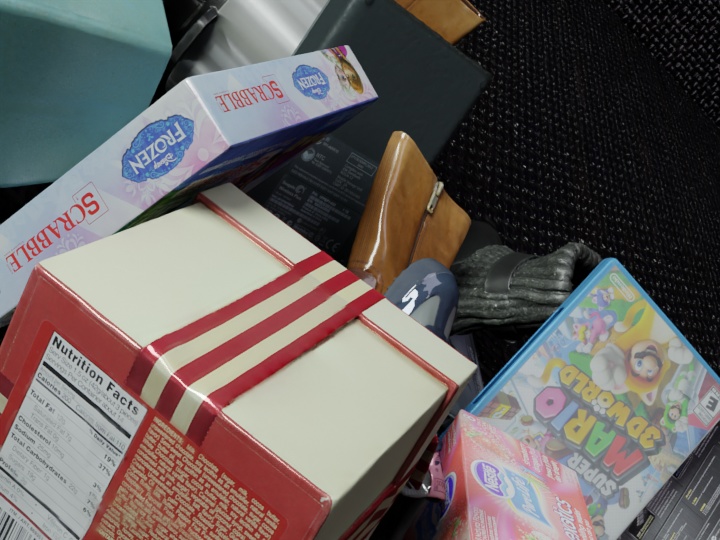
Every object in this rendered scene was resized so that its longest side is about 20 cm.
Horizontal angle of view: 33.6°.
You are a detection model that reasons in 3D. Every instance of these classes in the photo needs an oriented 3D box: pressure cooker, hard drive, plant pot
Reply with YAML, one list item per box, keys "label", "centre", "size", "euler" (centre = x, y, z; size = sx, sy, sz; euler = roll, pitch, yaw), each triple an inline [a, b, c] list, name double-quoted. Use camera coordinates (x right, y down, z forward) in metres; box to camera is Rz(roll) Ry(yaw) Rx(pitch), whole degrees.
- label: "pressure cooker"
  centre: [-0.068, -0.179, 0.923]
  size: [0.200, 0.179, 0.176]
  euler: [44, -14, -5]
- label: "hard drive"
  centre: [-0.011, -0.087, 0.832]
  size: [0.139, 0.201, 0.033]
  euler: [27, 14, -40]
- label: "plant pot"
  centre: [-0.208, -0.131, 0.619]
  size: [0.198, 0.142, 0.142]
  euler: [7, 46, -29]

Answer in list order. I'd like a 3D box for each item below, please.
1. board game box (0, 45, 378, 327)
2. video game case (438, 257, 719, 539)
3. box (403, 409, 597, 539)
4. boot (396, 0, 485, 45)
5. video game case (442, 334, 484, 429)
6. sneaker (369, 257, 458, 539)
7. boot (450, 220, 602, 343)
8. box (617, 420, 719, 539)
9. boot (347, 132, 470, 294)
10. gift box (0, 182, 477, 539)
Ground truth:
- label: "board game box"
  centre: [-0.108, -0.048, 0.671]
  size: [0.041, 0.198, 0.200]
  euler: [58, 27, -1]
- label: "video game case"
  centre: [0.158, 0.112, 0.846]
  size: [0.143, 0.200, 0.018]
  euler: [47, -12, -8]
- label: "box"
  centre: [0.078, 0.177, 0.714]
  size: [0.094, 0.103, 0.200]
  euler: [29, 14, -4]
- label: "boot"
  centre: [0.034, -0.159, 1.043]
  size: [0.189, 0.200, 0.068]
  euler: [50, 26, 0]
- label: "video game case"
  centre: [0.029, 0.049, 0.974]
  size: [0.199, 0.019, 0.144]
  euler: [33, 31, -30]
- label: "sneaker"
  centre: [0.028, 0.095, 0.704]
  size: [0.081, 0.202, 0.070]
  euler: [20, -3, 37]
- label: "boot"
  centre: [0.127, 0.004, 0.977]
  size: [0.211, 0.156, 0.080]
  euler: [-50, 124, -60]
- label: "box"
  centre: [0.204, 0.178, 0.900]
  size: [0.158, 0.201, 0.048]
  euler: [39, -12, -17]
- label: "boot"
  centre: [0.000, 0.000, 0.769]
  size: [0.188, 0.068, 0.202]
  euler: [42, 65, -43]
- label: "gift box"
  centre: [-0.078, 0.086, 0.577]
  size: [0.184, 0.201, 0.186]
  euler: [40, 28, 10]
